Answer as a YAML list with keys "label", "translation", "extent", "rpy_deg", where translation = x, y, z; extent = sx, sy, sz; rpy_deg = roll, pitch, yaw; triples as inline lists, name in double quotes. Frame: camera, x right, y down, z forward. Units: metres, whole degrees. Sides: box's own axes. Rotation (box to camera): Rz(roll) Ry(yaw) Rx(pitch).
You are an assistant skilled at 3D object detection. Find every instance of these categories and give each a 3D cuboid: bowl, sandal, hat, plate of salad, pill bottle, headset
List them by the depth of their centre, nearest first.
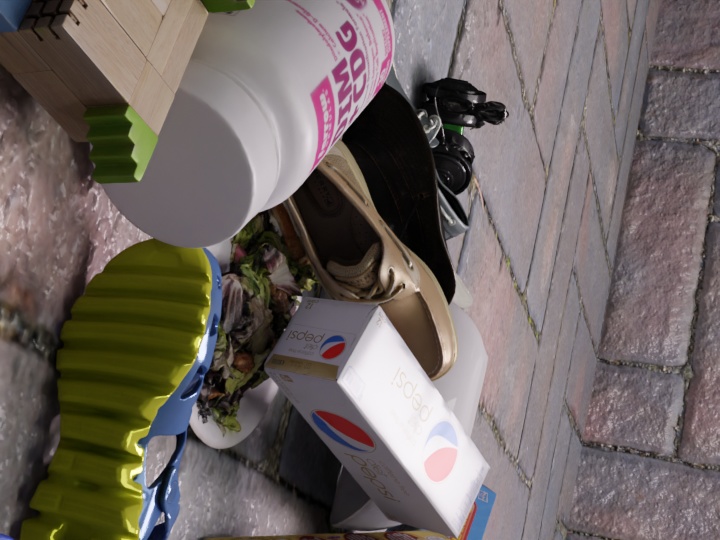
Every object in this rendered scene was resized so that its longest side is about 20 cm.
- label: "sandal"
  translation: [-0.123, 0.078, 0.626]
  extent: [0.087, 0.079, 0.201]
  rpy_deg: [34, 74, -73]
- label: "pill bottle"
  translation: [-0.062, -0.103, 0.656]
  extent: [0.200, 0.113, 0.114]
  rpy_deg: [-57, 149, -51]
- label: "plate of salad"
  translation: [-0.070, 0.024, 0.789]
  extent: [0.200, 0.048, 0.201]
  rpy_deg: [9, 90, -72]
- label: "hat"
  translation: [-0.006, -0.040, 0.880]
  extent: [0.200, 0.081, 0.202]
  rpy_deg: [163, -90, -70]
- label: "bowl"
  translation: [0.047, 0.133, 1.011]
  extent: [0.200, 0.074, 0.201]
  rpy_deg: [123, -15, -67]
- label: "headset"
  translation: [0.100, -0.135, 1.151]
  extent: [0.200, 0.093, 0.124]
  rpy_deg: [66, 35, -77]

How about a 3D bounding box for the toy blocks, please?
- label: "toy blocks"
  translation: [-0.122, -0.160, 0.520]
  extent: [0.137, 0.099, 0.201]
  rpy_deg: [52, 47, -49]

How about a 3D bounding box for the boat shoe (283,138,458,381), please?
- label: "boat shoe"
  translation: [0.000, 0.000, 0.793]
  extent: [0.200, 0.071, 0.065]
  rpy_deg: [56, 16, -11]

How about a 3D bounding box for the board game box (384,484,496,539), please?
- label: "board game box"
  translation: [0.031, 0.307, 1.048]
  extent: [0.196, 0.056, 0.200]
  rpy_deg: [-56, -177, 43]

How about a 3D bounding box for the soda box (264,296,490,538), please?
- label: "soda box"
  translation: [0.016, 0.106, 0.809]
  extent: [0.064, 0.068, 0.200]
  rpy_deg: [-59, 135, -28]

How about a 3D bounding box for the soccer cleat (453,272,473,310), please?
- label: "soccer cleat"
  translation: [0.072, 0.005, 1.173]
  extent: [0.200, 0.069, 0.078]
  rpy_deg: [17, 78, -68]

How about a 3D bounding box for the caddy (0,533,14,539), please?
- label: "caddy"
  translation: [-0.183, 0.182, 0.441]
  extent: [0.142, 0.105, 0.200]
  rpy_deg: [-62, 165, 12]

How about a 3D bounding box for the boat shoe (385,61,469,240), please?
- label: "boat shoe"
  translation: [0.045, -0.115, 0.994]
  extent: [0.073, 0.061, 0.201]
  rpy_deg: [-57, 134, -63]

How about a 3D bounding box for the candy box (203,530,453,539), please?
- label: "candy box"
  translation: [-0.020, 0.254, 0.837]
  extent: [0.199, 0.056, 0.117]
  rpy_deg: [5, 94, -31]
